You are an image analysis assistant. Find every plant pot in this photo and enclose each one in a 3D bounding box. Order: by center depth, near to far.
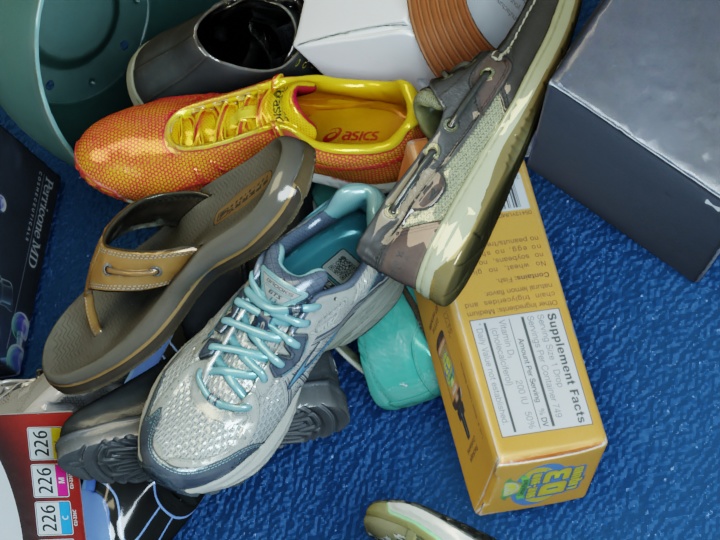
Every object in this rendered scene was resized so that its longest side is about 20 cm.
[{"bbox_3d":[-0.145,-0.152,1.789,0.161,0.200,0.201,20,73,55],"label":"plant pot"}]

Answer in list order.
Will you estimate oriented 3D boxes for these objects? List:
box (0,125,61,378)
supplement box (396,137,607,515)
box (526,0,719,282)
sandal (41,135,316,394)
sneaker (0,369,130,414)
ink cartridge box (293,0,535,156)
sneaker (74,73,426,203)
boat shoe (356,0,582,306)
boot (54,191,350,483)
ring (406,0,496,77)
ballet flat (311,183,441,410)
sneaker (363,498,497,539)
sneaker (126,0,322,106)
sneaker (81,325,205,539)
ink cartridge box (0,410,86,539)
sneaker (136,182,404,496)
[{"bbox_3d":[-0.294,-0.036,1.806,0.107,0.200,0.149,-10,57,30],"label":"box"},{"bbox_3d":[0.072,0.026,1.561,0.069,0.067,0.200,-6,62,-12],"label":"supplement box"},{"bbox_3d":[0.188,-0.120,1.500,0.123,0.200,0.199,33,81,6],"label":"box"},{"bbox_3d":[-0.106,-0.011,1.557,0.200,0.055,0.082,-37,32,29],"label":"sandal"},{"bbox_3d":[-0.193,0.082,1.742,0.200,0.075,0.082,-38,47,9],"label":"sneaker"},{"bbox_3d":[0.049,-0.181,1.694,0.085,0.148,0.200,-6,57,35],"label":"ink cartridge box"},{"bbox_3d":[-0.060,-0.081,1.613,0.199,0.077,0.073,-7,61,1],"label":"sneaker"},{"bbox_3d":[0.058,-0.078,1.538,0.066,0.072,0.201,22,67,5],"label":"boat shoe"},{"bbox_3d":[-0.100,0.010,1.640,0.164,0.066,0.201,-10,64,-2],"label":"boot"},{"bbox_3d":[0.114,-0.173,1.606,0.201,0.200,0.019,-51,34,-4],"label":"ring"},{"bbox_3d":[0.000,0.000,1.663,0.070,0.067,0.200,-32,48,12],"label":"ballet flat"},{"bbox_3d":[0.056,0.184,1.504,0.200,0.077,0.089,33,92,46],"label":"sneaker"},{"bbox_3d":[-0.028,-0.133,1.698,0.106,0.200,0.075,-25,86,62],"label":"sneaker"},{"bbox_3d":[-0.095,0.086,1.674,0.078,0.070,0.200,3,64,38],"label":"sneaker"},{"bbox_3d":[-0.238,0.187,1.612,0.175,0.084,0.201,-3,64,-15],"label":"ink cartridge box"},{"bbox_3d":[-0.051,0.028,1.543,0.078,0.086,0.200,32,66,15],"label":"sneaker"}]
